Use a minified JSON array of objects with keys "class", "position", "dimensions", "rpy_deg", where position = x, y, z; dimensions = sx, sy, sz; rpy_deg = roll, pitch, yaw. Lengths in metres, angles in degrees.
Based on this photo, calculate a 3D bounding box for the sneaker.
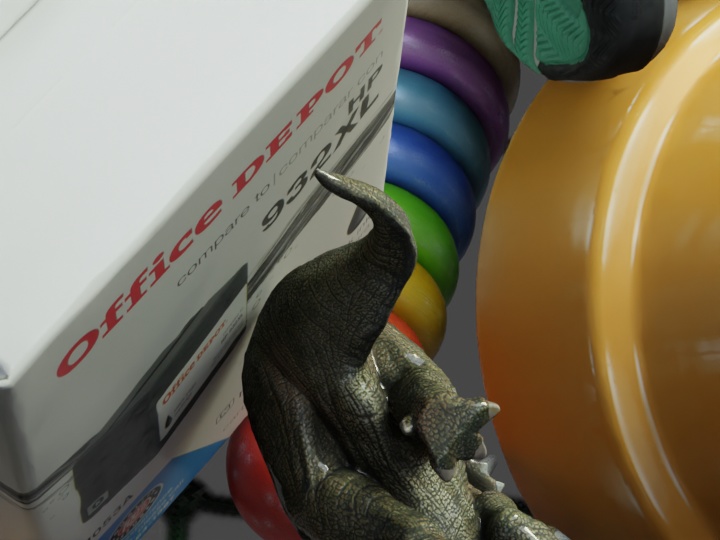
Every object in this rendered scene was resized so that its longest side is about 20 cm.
[{"class":"sneaker","position":[0.074,-0.111,0.853],"dimensions":[0.087,0.074,0.200],"rpy_deg":[-4,24,-14]}]

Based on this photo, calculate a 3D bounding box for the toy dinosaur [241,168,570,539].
[{"class":"toy dinosaur","position":[0.004,0.049,0.726],"dimensions":[0.077,0.200,0.102],"rpy_deg":[-45,43,-10]}]

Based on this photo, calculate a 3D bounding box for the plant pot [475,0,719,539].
[{"class":"plant pot","position":[0.166,0.009,0.806],"dimensions":[0.200,0.183,0.200],"rpy_deg":[4,83,-35]}]

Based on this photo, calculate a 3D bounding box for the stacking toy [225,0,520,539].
[{"class":"stacking toy","position":[0.000,0.000,0.869],"dimensions":[0.085,0.085,0.200],"rpy_deg":[18,46,-11]}]

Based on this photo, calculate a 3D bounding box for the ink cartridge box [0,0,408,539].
[{"class":"ink cartridge box","position":[-0.065,-0.012,0.718],"dimensions":[0.084,0.200,0.145],"rpy_deg":[38,71,12]}]
